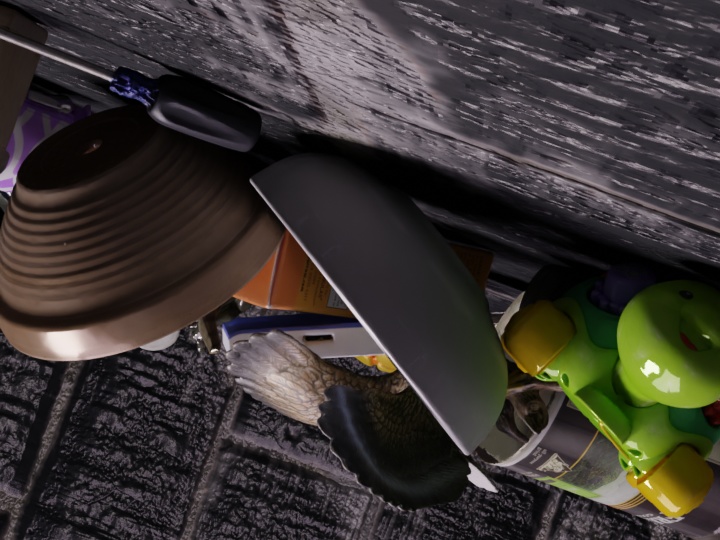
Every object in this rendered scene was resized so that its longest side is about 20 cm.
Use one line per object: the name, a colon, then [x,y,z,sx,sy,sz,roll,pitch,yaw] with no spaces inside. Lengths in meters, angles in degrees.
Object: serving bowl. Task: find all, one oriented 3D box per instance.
serving bowl: [0.022,0.007,0.898,0.201,0.066,0.200,52,179,1]

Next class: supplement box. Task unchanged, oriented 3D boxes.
supplement box: [0.000,0.000,1.099,0.199,0.070,0.066,7,-174,-41]

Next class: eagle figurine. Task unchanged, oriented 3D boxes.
eagle figurine: [0.024,0.089,1.059,0.198,0.152,0.152,-16,163,-30]

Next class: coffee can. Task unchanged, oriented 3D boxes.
coffee can: [0.205,0.110,1.224,0.198,0.148,0.146,22,177,-18]

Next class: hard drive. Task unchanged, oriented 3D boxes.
hard drive: [-0.041,0.050,1.236,0.130,0.026,0.200,-3,-179,-6]

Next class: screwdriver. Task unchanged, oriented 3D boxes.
screwdriver: [-0.139,-0.101,0.787,0.198,0.028,0.029,18,-153,-27]

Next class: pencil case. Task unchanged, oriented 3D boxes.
pencil case: [-0.285,-0.115,1.084,0.199,0.085,0.085,20,143,-39]

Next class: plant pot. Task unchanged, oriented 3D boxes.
plant pot: [-0.153,-0.041,0.997,0.200,0.200,0.093,17,136,48]

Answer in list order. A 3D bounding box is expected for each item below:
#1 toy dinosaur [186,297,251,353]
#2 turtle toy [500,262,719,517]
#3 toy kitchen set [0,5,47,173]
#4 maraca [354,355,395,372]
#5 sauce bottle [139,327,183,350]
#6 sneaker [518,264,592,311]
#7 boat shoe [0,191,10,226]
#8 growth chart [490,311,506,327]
toy dinosaur: [-0.090,0.010,1.139,0.088,0.200,0.048,-32,105,39]
turtle toy: [0.160,0.054,0.882,0.146,0.101,0.200,46,180,5]
toy kitchen set: [-0.252,-0.066,0.900,0.179,0.165,0.200,19,177,18]
maraca: [0.018,0.034,1.505,0.199,0.108,0.136,24,-173,42]
sauce bottle: [-0.123,-0.014,1.091,0.065,0.067,0.201,20,-150,-1]
sneaker: [0.199,0.062,1.055,0.114,0.077,0.199,26,177,43]
boat shoe: [-0.280,-0.074,1.195,0.072,0.062,0.201,7,137,42]
growth chart: [0.117,0.043,1.349,0.197,0.018,0.145,1,-179,-2]
